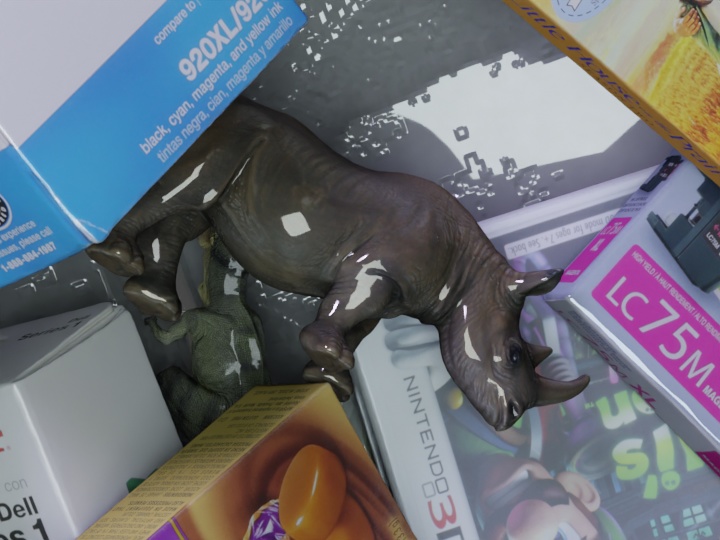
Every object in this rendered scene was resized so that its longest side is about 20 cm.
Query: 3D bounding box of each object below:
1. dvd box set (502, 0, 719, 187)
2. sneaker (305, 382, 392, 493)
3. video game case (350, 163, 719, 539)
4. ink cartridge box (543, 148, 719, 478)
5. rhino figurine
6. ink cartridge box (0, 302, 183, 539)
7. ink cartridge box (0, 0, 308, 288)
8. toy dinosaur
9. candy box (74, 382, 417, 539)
[{"bbox_3d":[0.131,-0.129,1.074,0.200,0.029,0.147,39,81,-20],"label":"dvd box set"},{"bbox_3d":[0.037,0.131,1.172,0.076,0.075,0.201,-18,102,3],"label":"sneaker"},{"bbox_3d":[0.103,0.058,1.147,0.199,0.023,0.182,-18,93,-14],"label":"video game case"},{"bbox_3d":[0.181,-0.021,1.137,0.119,0.042,0.200,44,78,-8],"label":"ink cartridge box"},{"bbox_3d":[0.000,0.000,1.083,0.199,0.060,0.088,25,71,-10],"label":"rhino figurine"},{"bbox_3d":[-0.130,0.129,1.136,0.146,0.084,0.201,-15,103,33],"label":"ink cartridge box"},{"bbox_3d":[-0.154,-0.108,1.013,0.147,0.145,0.200,-20,112,48],"label":"ink cartridge box"},{"bbox_3d":[-0.062,0.066,1.157,0.088,0.047,0.201,-13,85,39],"label":"toy dinosaur"},{"bbox_3d":[-0.063,0.144,1.052,0.200,0.056,0.117,-40,110,-30],"label":"candy box"}]
